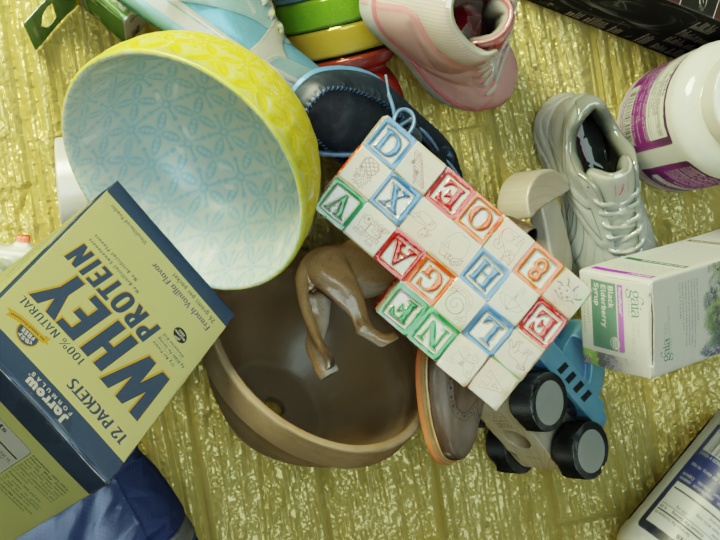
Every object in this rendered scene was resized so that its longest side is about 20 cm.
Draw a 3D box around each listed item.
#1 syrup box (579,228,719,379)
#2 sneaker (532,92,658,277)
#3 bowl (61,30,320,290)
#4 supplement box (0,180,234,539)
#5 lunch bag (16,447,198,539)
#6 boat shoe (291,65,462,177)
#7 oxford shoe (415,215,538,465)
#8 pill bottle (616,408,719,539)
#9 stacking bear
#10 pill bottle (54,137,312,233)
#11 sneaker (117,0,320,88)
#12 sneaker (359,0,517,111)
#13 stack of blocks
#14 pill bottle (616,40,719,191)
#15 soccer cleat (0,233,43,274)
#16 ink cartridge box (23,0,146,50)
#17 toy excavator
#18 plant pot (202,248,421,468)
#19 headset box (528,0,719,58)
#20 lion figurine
[{"bbox_3d":[0.275,0.022,1.232,0.198,0.081,0.080,-14,106,-35],"label":"syrup box"},{"bbox_3d":[0.206,-0.056,1.259,0.077,0.099,0.202,-25,93,-8],"label":"sneaker"},{"bbox_3d":[-0.103,-0.096,1.079,0.200,0.200,0.108,43,47,-6],"label":"bowl"},{"bbox_3d":[-0.233,0.077,1.072,0.134,0.199,0.200,48,39,-12],"label":"supplement box"},{"bbox_3d":[-0.224,0.239,1.169,0.199,0.136,0.133,-31,93,-5],"label":"lunch bag"},{"bbox_3d":[0.025,-0.104,1.176,0.199,0.069,0.084,15,120,-47],"label":"boat shoe"},{"bbox_3d":[0.093,0.054,1.169,0.072,0.071,0.203,6,86,34],"label":"oxford shoe"},{"bbox_3d":[0.286,0.223,1.261,0.111,0.111,0.200,42,84,-6],"label":"pill bottle"},{"bbox_3d":[-0.015,-0.199,1.224,0.120,0.114,0.202,-10,103,12],"label":"stacking bear"},{"bbox_3d":[-0.141,-0.073,1.199,0.197,0.111,0.113,-5,90,-9],"label":"pill bottle"},{"bbox_3d":[-0.083,-0.216,1.140,0.199,0.079,0.131,30,90,-26],"label":"sneaker"},{"bbox_3d":[0.093,-0.179,1.196,0.200,0.104,0.076,29,76,-49],"label":"sneaker"},{"bbox_3d":[0.058,-0.006,1.109,0.200,0.059,0.115,40,91,-5],"label":"stack of blocks"},{"bbox_3d":[0.290,-0.127,1.222,0.111,0.200,0.114,0,89,-9],"label":"pill bottle"},{"bbox_3d":[-0.236,0.017,1.208,0.198,0.069,0.079,10,90,-11],"label":"soccer cleat"},{"bbox_3d":[-0.179,-0.242,1.200,0.059,0.104,0.200,41,83,-5],"label":"ink cartridge box"},{"bbox_3d":[0.149,0.045,1.248,0.195,0.099,0.201,48,57,-30],"label":"toy excavator"},{"bbox_3d":[-0.051,0.085,1.200,0.200,0.201,0.093,35,128,-7],"label":"plant pot"},{"bbox_3d":[0.222,-0.249,1.240,0.198,0.149,0.078,21,85,-7],"label":"headset box"},{"bbox_3d":[0.000,0.000,1.184,0.072,0.200,0.123,-29,89,32],"label":"lion figurine"}]
